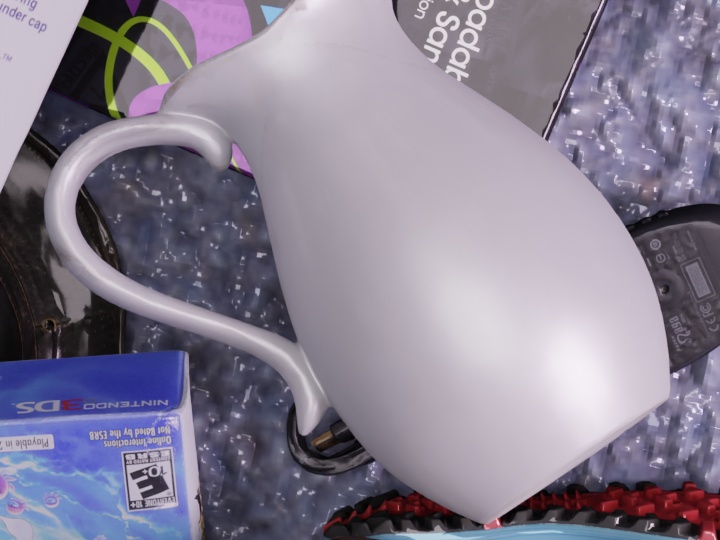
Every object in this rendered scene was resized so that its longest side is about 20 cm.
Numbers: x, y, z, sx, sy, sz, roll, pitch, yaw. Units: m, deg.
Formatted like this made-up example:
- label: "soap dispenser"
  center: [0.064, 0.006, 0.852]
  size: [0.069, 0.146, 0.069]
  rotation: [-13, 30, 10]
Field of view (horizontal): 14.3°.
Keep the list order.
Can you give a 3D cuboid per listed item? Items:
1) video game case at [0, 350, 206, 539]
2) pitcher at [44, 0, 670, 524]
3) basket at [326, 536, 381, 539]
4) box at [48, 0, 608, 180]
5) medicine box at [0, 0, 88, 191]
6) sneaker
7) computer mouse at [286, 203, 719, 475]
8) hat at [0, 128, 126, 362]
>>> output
- label: "video game case"
  center: [-0.155, 0.122, 1.050]
  size: [0.199, 0.046, 0.182]
  rotation: [-4, 121, 0]
- label: "pitcher"
  center: [0.000, 0.000, 1.018]
  size: [0.171, 0.121, 0.200]
  rotation: [-35, 83, -1]
- label: "basket"
  center: [-0.009, 0.207, 1.006]
  size: [0.136, 0.180, 0.201]
  rotation: [29, 102, 6]
- label: "box"
  center: [-0.013, -0.100, 1.091]
  size: [0.199, 0.036, 0.144]
  rotation: [23, 92, 1]
- label: "medicine box"
  center: [-0.186, -0.129, 1.023]
  size: [0.182, 0.103, 0.201]
  rotation: [27, 92, 42]
- label: "sneaker"
  center: [0.087, 0.131, 1.077]
  size: [0.199, 0.079, 0.096]
  rotation: [0, 100, 12]
- label: "computer mouse"
  center: [0.062, 0.027, 1.094]
  size: [0.199, 0.034, 0.059]
  rotation: [-21, 102, 9]
- label: "hat"
  center: [-0.182, 0.031, 1.079]
  size: [0.200, 0.081, 0.202]
  rotation: [0, 90, 4]
